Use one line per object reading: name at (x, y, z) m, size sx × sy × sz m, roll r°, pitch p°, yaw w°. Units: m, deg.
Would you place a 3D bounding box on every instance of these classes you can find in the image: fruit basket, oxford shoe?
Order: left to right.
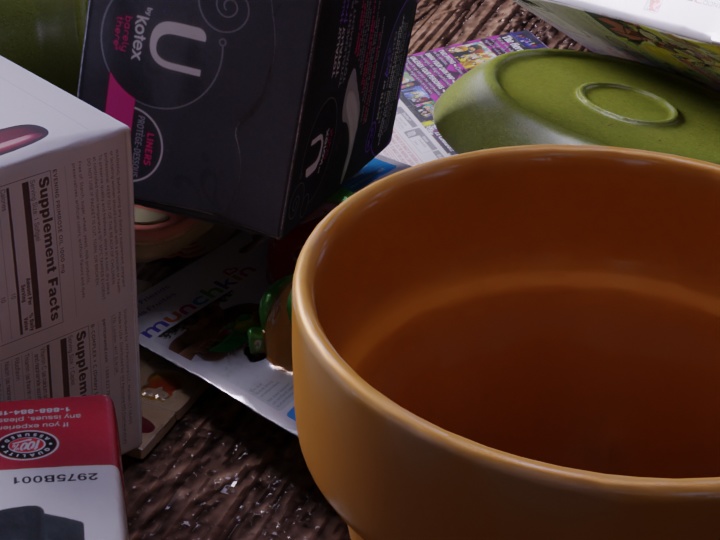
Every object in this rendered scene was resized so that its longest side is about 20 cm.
oxford shoe at (-0.086, -0.033, 0.844) m, size 0.070 × 0.074 × 0.200 m, roll 16°, pitch 22°, yaw 10°
fruit basket at (0.000, 0.000, 0.768) m, size 0.185 × 0.094 × 0.200 m, roll -32°, pitch 39°, yaw -27°

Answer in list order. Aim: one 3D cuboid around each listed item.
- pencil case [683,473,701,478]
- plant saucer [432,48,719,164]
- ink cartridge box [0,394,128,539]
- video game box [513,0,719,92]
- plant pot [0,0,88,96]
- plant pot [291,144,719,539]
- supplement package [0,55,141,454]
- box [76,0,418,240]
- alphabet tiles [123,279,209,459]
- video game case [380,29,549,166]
pencil case at (0.176, 0.062, 0.698) m, size 0.087 × 0.088 × 0.200 m, roll 9°, pitch 29°, yaw 12°
plant saucer at (0.138, -0.076, 0.866) m, size 0.199 × 0.031 × 0.200 m, roll 11°, pitch 26°, yaw -5°
ink cartridge box at (-0.146, 0.134, 0.549) m, size 0.145 × 0.083 × 0.200 m, roll -3°, pitch 29°, yaw -11°
video game box at (0.198, -0.126, 0.931) m, size 0.199 × 0.047 × 0.182 m, roll 22°, pitch 5°, yaw -44°
plant pot at (-0.216, -0.131, 0.865) m, size 0.191 × 0.202 × 0.201 m, roll -2°, pitch 28°, yaw 9°
plant pot at (0.075, 0.083, 0.550) m, size 0.199 × 0.184 × 0.201 m, roll 1°, pitch 31°, yaw -1°
supplement package at (-0.197, -0.011, 0.713) m, size 0.111 × 0.157 × 0.199 m, roll -23°, pitch 37°, yaw -38°
box at (-0.047, -0.106, 0.769) m, size 0.105 × 0.123 × 0.200 m, roll 14°, pitch 19°, yaw 10°
alphabet tiles at (-0.169, 0.038, 0.794) m, size 0.199 × 0.008 × 0.167 m, roll 13°, pitch 31°, yaw 18°
video game case at (0.057, -0.073, 0.955) m, size 0.180 × 0.036 × 0.200 m, roll -16°, pitch 33°, yaw -13°
